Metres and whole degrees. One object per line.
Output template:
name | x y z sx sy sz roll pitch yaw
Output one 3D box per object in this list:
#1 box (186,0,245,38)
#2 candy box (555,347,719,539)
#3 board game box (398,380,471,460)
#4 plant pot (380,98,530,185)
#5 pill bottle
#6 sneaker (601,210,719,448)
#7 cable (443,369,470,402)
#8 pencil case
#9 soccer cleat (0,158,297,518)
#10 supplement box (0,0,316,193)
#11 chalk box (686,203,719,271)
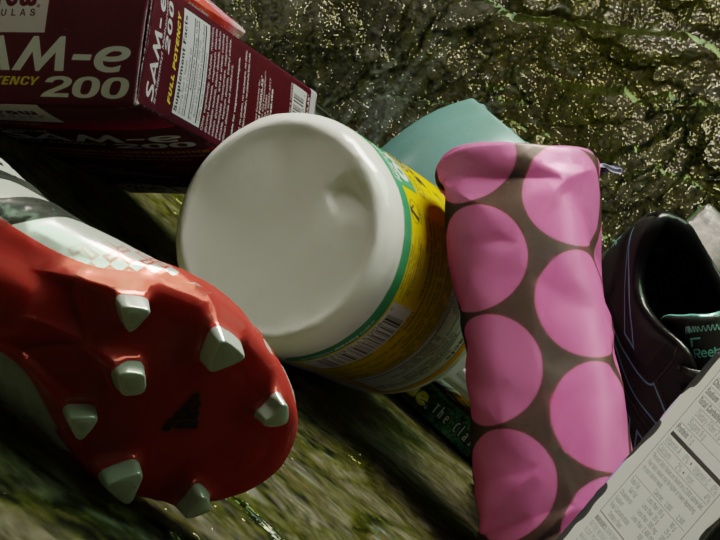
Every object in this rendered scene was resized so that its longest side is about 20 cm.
box | -0.159 -0.150 1.157 0.095 0.100 0.200 41 6 16
candy box | 0.168 0.118 0.711 0.167 0.200 0.072 38 6 -24
board game box | 0.069 0.094 1.163 0.200 0.023 0.105 42 4 18
plant pot | 0.079 -0.028 1.464 0.200 0.161 0.201 39 5 -4
pill bottle | 0.000 0.000 0.975 0.113 0.113 0.200 42 7 25
sneaker | 0.151 0.067 0.915 0.079 0.075 0.201 112 -34 -61
cable | 0.075 0.036 1.186 0.200 0.069 0.200 40 5 0
pencil case | 0.083 0.043 0.900 0.090 0.202 0.094 -1 -17 -5
soccer cleat | -0.097 0.004 0.560 0.199 0.069 0.085 30 14 -35
supplement box | -0.107 -0.084 0.953 0.108 0.061 0.200 3 -9 21
chalk box | 0.146 0.090 1.017 0.125 0.200 0.124 43 -26 15
